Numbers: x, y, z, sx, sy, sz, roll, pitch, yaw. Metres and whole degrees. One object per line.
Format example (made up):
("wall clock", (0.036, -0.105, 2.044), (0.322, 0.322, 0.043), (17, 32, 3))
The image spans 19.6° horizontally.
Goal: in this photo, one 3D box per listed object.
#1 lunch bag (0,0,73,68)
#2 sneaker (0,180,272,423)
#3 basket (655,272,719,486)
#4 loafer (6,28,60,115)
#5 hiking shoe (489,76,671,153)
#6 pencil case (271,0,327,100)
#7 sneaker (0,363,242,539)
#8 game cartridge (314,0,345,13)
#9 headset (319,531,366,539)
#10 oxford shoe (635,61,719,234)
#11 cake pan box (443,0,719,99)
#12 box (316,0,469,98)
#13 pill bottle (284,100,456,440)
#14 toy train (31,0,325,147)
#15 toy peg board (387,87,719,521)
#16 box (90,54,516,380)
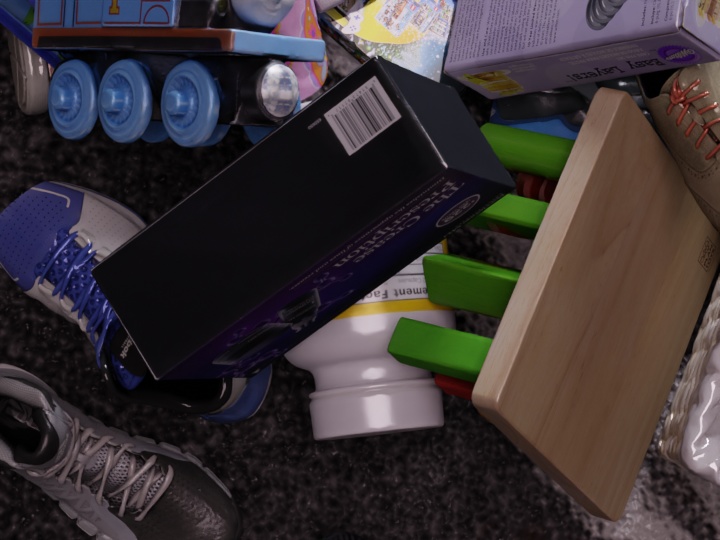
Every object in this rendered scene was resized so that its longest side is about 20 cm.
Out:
("lunch bag", (-0.146, -0.191, 1.280), (0.200, 0.094, 0.151), (44, 71, -35))
("sneaker", (-0.142, 0.020, 1.268), (0.199, 0.115, 0.081), (39, 94, 3))
("basket", (0.298, 0.062, 1.252), (0.199, 0.161, 0.199), (22, 84, -1))
("loafer", (-0.197, -0.200, 1.325), (0.062, 0.072, 0.202), (-6, 90, -18))
("hiking shoe", (0.175, -0.087, 1.323), (0.199, 0.074, 0.087), (16, 110, -2))
("pencil case", (-0.070, -0.197, 1.243), (0.087, 0.088, 0.201), (-9, 116, -2))
("sneaker", (-0.166, 0.122, 1.261), (0.199, 0.116, 0.075), (27, 84, 2))
("game cartridge", (-0.012, -0.278, 1.291), (0.129, 0.038, 0.201), (-27, 99, -8))
("headset", (0.034, 0.240, 1.255), (0.094, 0.124, 0.200), (-26, 116, 22))
("oxford shoe", (0.199, -0.077, 1.190), (0.070, 0.075, 0.201), (-45, 42, 19))
("cake pan box", (0.142, -0.210, 1.226), (0.052, 0.183, 0.201), (25, 68, -42))
("box", (0.063, -0.212, 1.339), (0.136, 0.038, 0.200), (42, 85, 3))
("pill bottle", (0.000, 0.000, 1.279), (0.110, 0.111, 0.202), (-6, 84, -2))
("toy train", (-0.105, -0.127, 1.155), (0.086, 0.199, 0.115), (-2, 96, -43))
("toy peg board", (0.116, 0.017, 1.257), (0.097, 0.199, 0.201), (15, 73, 33))
("box", (-0.028, -0.024, 1.158), (0.200, 0.141, 0.079), (-36, 80, 15))
